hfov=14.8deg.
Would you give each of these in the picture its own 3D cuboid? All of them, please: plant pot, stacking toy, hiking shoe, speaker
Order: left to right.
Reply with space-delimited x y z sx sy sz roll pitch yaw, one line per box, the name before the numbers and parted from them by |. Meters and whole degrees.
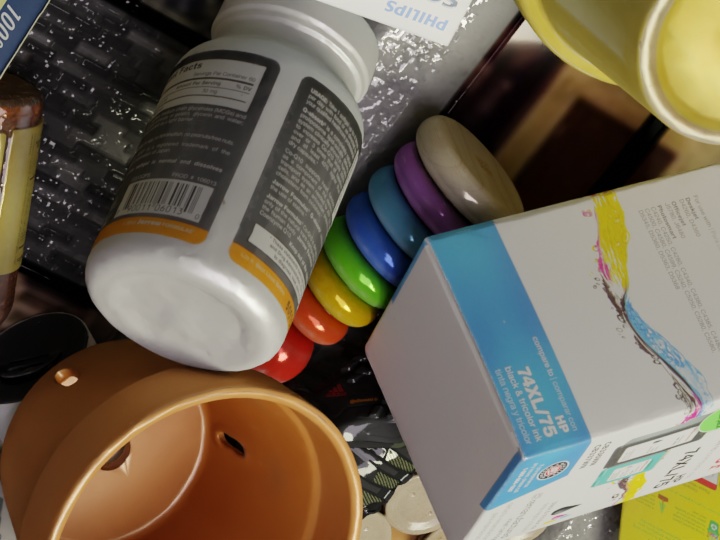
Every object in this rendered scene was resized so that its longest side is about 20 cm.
speaker | -0.162 0.122 1.689 0.081 0.081 0.201 -25 125 2
plant pot | -0.118 0.130 1.581 0.199 0.140 0.201 -14 119 -27
stacking toy | 0.000 0.000 1.656 0.200 0.086 0.085 -40 123 17
hiking shoe | 0.007 0.104 1.722 0.199 0.076 0.101 -14 140 -12
plant pot | 0.186 -0.171 1.523 0.200 0.189 0.202 -7 123 -11

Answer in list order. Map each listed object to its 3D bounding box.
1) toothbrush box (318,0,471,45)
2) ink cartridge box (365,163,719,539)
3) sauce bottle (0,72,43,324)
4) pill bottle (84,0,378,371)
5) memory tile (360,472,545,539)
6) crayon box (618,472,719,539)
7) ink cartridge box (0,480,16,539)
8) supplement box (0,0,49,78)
toothbrush box | 0.020 -0.242 1.495 0.146 0.085 0.201 18 118 -25
ink cartridge box | 0.133 0.051 1.627 0.199 0.147 0.147 -15 158 -22
sauce bottle | -0.224 -0.012 1.576 0.066 0.066 0.201 7 110 -19
pill bottle | -0.065 -0.055 1.518 0.116 0.201 0.117 17 150 10
memory tile | 0.059 0.135 1.797 0.199 0.017 0.154 -30 125 5
crayon box | 0.232 0.150 1.785 0.051 0.127 0.201 -32 137 -42
ink cartridge box | -0.274 0.153 1.649 0.117 0.068 0.200 -14 145 39
supplement box | -0.249 -0.200 1.367 0.200 0.134 0.201 42 67 -33
